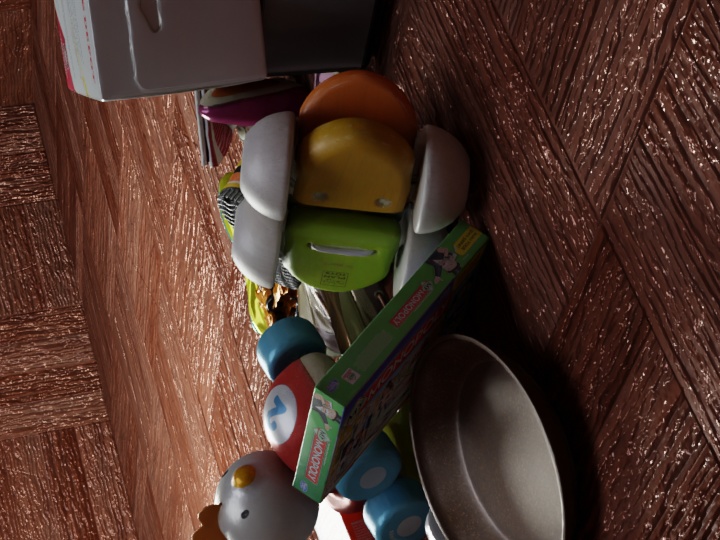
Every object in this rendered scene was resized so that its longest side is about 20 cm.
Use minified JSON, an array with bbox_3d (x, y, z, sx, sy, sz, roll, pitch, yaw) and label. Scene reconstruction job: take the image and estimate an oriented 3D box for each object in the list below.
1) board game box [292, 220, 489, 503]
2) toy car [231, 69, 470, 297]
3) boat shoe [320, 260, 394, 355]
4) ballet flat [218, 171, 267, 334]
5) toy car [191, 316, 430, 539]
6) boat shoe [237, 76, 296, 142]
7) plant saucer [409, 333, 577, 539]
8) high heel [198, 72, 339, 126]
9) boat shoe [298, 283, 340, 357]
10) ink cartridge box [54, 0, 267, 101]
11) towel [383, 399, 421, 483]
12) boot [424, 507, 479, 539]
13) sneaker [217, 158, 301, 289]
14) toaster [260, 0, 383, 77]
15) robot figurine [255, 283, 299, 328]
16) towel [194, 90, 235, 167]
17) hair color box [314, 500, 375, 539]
[{"bbox_3d":[0.023,0.069,1.171,0.029,0.200,0.135,32,144,14],"label":"board game box"},{"bbox_3d":[-0.010,-0.074,1.234,0.200,0.174,0.151,102,172,-50],"label":"toy car"},{"bbox_3d":[0.000,0.000,1.386,0.072,0.072,0.201,93,162,-61],"label":"boat shoe"},{"bbox_3d":[-0.108,-0.024,1.761,0.067,0.067,0.201,-23,78,51],"label":"ballet flat"},{"bbox_3d":[-0.070,0.183,1.373,0.185,0.200,0.177,53,176,43],"label":"toy car"},{"bbox_3d":[-0.088,-0.163,1.591,0.200,0.075,0.072,-152,57,-67],"label":"boat shoe"},{"bbox_3d":[0.103,0.141,1.138,0.200,0.036,0.201,39,136,50],"label":"plant saucer"},{"bbox_3d":[-0.066,-0.123,1.366,0.067,0.199,0.097,17,112,40],"label":"high heel"},{"bbox_3d":[-0.032,-0.020,1.482,0.072,0.072,0.201,-23,77,56],"label":"boat shoe"},{"bbox_3d":[-0.176,-0.227,1.314,0.200,0.144,0.146,-151,53,-69],"label":"ink cartridge box"},{"bbox_3d":[0.048,0.161,1.401,0.200,0.018,0.087,121,138,-65],"label":"towel"},{"bbox_3d":[0.107,0.273,1.206,0.200,0.073,0.096,-113,9,-46],"label":"boot"},{"bbox_3d":[-0.070,-0.054,1.381,0.200,0.070,0.090,78,-144,-67],"label":"sneaker"},{"bbox_3d":[-0.053,-0.279,1.337,0.200,0.118,0.182,104,153,-52],"label":"toaster"},{"bbox_3d":[-0.072,-0.011,1.636,0.201,0.058,0.145,101,155,-46],"label":"robot figurine"},{"bbox_3d":[-0.141,-0.219,1.651,0.200,0.023,0.145,-73,-16,-53],"label":"towel"},{"bbox_3d":[0.004,0.259,1.491,0.102,0.061,0.201,111,140,-58],"label":"hair color box"}]
